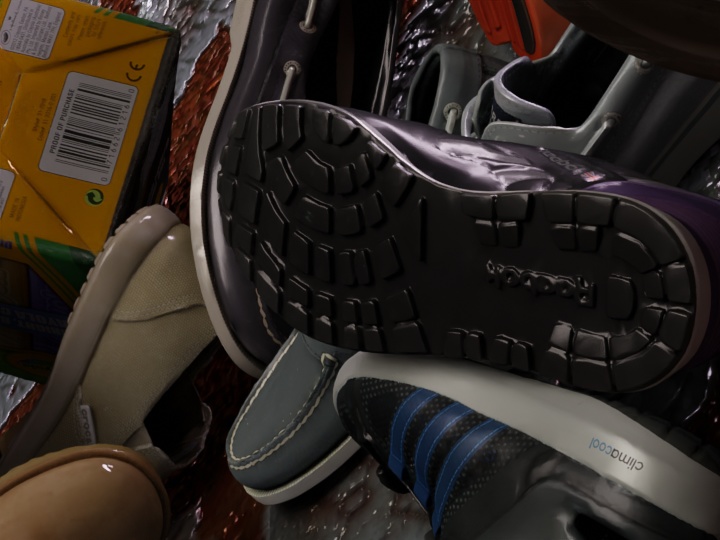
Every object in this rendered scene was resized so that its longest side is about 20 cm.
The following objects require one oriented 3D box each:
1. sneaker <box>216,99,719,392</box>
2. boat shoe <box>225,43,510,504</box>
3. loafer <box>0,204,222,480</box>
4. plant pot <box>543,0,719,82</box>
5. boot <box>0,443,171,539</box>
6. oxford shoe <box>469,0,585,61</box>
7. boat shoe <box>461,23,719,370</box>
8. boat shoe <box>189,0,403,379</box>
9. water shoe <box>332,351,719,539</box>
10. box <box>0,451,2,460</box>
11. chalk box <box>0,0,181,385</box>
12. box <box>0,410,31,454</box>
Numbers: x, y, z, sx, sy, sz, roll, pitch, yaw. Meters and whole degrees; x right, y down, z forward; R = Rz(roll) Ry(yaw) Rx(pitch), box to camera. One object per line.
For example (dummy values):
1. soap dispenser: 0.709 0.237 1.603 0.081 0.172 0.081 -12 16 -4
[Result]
1. sneaker: 0.045 -0.008 0.798 0.200 0.088 0.076 19 109 37
2. boat shoe: 0.000 0.000 0.938 0.200 0.062 0.073 -53 28 16
3. loafer: -0.104 0.072 1.039 0.200 0.068 0.076 -67 -12 21
4. plant pot: 0.121 -0.156 0.724 0.200 0.200 0.174 -11 55 57
5. boot: -0.135 0.139 0.871 0.175 0.066 0.200 -34 12 -5
6. oxford shoe: 0.076 -0.126 0.948 0.072 0.071 0.200 -21 22 -2
7. boat shoe: 0.072 -0.050 0.849 0.201 0.071 0.070 -51 28 21
8. boat shoe: -0.020 -0.054 1.016 0.063 0.073 0.200 -11 61 35
9. water shoe: 0.038 0.074 0.786 0.200 0.071 0.079 8 69 62
10. box: -0.206 0.039 1.049 0.038 0.137 0.200 -35 -25 -19
11. chalk box: -0.160 -0.029 1.138 0.200 0.124 0.125 106 180 -64
12. box: -0.212 0.177 1.181 0.200 0.021 0.164 -39 34 37
